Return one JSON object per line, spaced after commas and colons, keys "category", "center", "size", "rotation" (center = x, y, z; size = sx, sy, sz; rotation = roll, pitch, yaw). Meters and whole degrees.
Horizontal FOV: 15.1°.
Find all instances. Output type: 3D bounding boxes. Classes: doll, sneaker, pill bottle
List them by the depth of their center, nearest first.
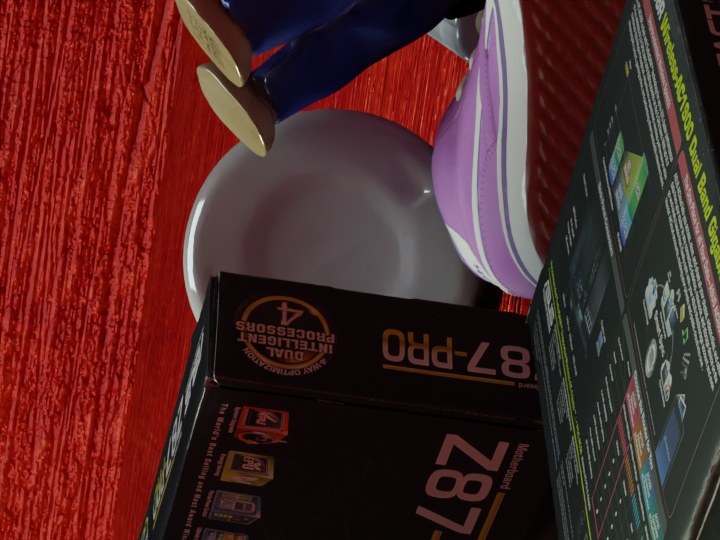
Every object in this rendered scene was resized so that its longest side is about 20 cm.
{"category": "sneaker", "center": [0.061, -0.091, 0.967], "size": [0.114, 0.073, 0.201], "rotation": [-176, 94, -71]}
{"category": "doll", "center": [0.029, -0.126, 0.989], "size": [0.048, 0.200, 0.137], "rotation": [45, 162, 35]}
{"category": "pill bottle", "center": [0.000, 0.000, 1.104], "size": [0.200, 0.114, 0.114], "rotation": [20, -103, -82]}

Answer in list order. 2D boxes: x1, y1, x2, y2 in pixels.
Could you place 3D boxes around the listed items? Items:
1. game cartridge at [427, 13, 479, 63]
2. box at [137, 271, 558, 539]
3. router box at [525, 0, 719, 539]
{"category": "game cartridge", "center": [0.062, -0.198, 1.239], "size": [0.133, 0.041, 0.200], "rotation": [-111, 30, -80]}
{"category": "box", "center": [0.010, 0.086, 0.906], "size": [0.200, 0.161, 0.049], "rotation": [110, 164, -49]}
{"category": "router box", "center": [0.098, 0.018, 0.726], "size": [0.200, 0.062, 0.150], "rotation": [-94, 14, -52]}
